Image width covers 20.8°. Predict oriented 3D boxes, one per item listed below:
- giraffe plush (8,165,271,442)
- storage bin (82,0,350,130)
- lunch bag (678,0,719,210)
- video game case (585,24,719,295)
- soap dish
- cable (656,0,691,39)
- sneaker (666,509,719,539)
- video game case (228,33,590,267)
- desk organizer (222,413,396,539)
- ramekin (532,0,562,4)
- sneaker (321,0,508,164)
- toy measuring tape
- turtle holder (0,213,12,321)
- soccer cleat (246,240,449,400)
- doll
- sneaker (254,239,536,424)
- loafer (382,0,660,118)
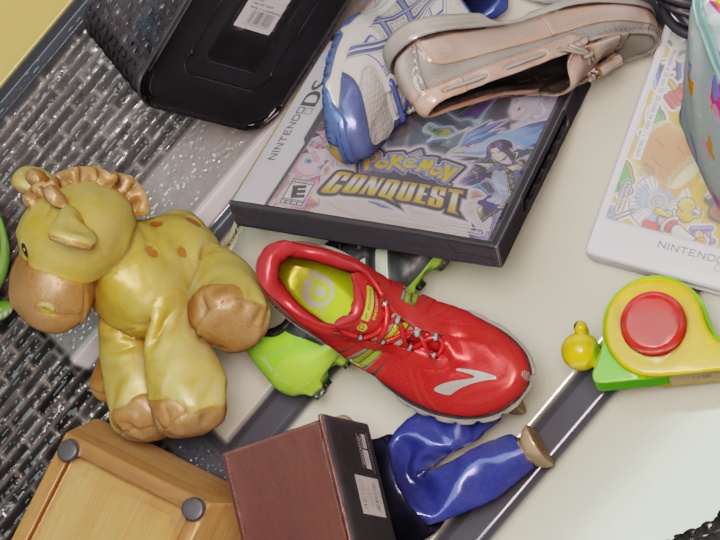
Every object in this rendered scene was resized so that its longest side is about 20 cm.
[{"bbox_3d":[-0.166,0.002,1.340,0.173,0.162,0.200,-7,63,52],"label":"giraffe plush"},{"bbox_3d":[-0.086,-0.211,1.387,0.094,0.135,0.200,49,115,36],"label":"storage bin"},{"bbox_3d":[0.273,-0.061,1.179,0.122,0.170,0.200,-18,67,0],"label":"lunch bag"},{"bbox_3d":[0.264,-0.079,1.299,0.182,0.023,0.200,16,80,25],"label":"video game case"},{"bbox_3d":[-0.175,0.216,1.350,0.157,0.081,0.200,23,82,27],"label":"soap dish"},{"bbox_3d":[0.231,-0.236,1.282,0.163,0.051,0.200,-37,93,-21],"label":"cable"},{"bbox_3d":[0.239,0.164,1.213,0.200,0.060,0.104,3,76,17],"label":"sneaker"},{"bbox_3d":[0.035,-0.087,1.350,0.200,0.026,0.181,10,50,25],"label":"video game case"},{"bbox_3d":[-0.020,0.200,1.251,0.077,0.072,0.200,-20,73,20],"label":"desk organizer"},{"bbox_3d":[0.097,-0.283,1.339,0.200,0.200,0.098,32,79,27],"label":"ramekin"},{"bbox_3d":[0.040,-0.150,1.339,0.088,0.075,0.200,8,50,22],"label":"sneaker"},{"bbox_3d":[0.227,0.035,1.257,0.200,0.074,0.074,-6,71,10],"label":"toy measuring tape"},{"bbox_3d":[-0.363,-0.012,1.471,0.185,0.132,0.141,2,75,22],"label":"turtle holder"},{"bbox_3d":[0.000,0.000,1.348,0.081,0.068,0.200,44,94,-2],"label":"soccer cleat"},{"bbox_3d":[0.027,0.151,1.306,0.200,0.048,0.137,-30,75,11],"label":"doll"},{"bbox_3d":[0.015,0.039,1.265,0.200,0.085,0.077,24,86,18],"label":"sneaker"},{"bbox_3d":[0.113,-0.135,1.299,0.200,0.072,0.063,-8,62,-22],"label":"loafer"}]
